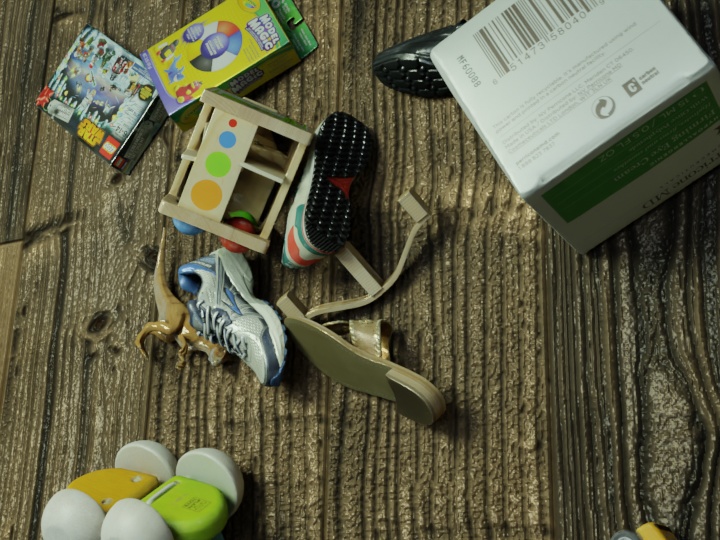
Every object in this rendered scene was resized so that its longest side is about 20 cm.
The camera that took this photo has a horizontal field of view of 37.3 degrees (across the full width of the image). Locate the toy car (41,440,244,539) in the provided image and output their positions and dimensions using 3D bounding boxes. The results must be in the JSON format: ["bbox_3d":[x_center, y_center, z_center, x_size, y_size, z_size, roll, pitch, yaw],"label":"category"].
[{"bbox_3d":[-0.223,0.279,1.135,0.200,0.175,0.150,1,108,30],"label":"toy car"}]

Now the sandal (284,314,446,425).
[{"bbox_3d":[0.018,0.086,1.111,0.211,0.078,0.070,27,55,37],"label":"sandal"}]

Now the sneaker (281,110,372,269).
[{"bbox_3d":[-0.048,-0.088,1.189,0.093,0.070,0.200,-35,35,47],"label":"sneaker"}]

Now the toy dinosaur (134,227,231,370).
[{"bbox_3d":[-0.223,0.057,1.268,0.106,0.060,0.200,-34,62,-12],"label":"toy dinosaur"}]

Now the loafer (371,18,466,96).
[{"bbox_3d":[0.107,-0.237,1.167,0.200,0.068,0.071,-2,53,32],"label":"loafer"}]

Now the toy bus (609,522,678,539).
[{"bbox_3d":[0.197,0.301,0.918,0.200,0.065,0.078,-41,58,12],"label":"toy bus"}]

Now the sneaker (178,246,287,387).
[{"bbox_3d":[-0.147,0.059,1.183,0.200,0.085,0.077,55,145,39],"label":"sneaker"}]

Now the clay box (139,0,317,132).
[{"bbox_3d":[-0.163,-0.272,1.323,0.200,0.048,0.115,-32,61,4],"label":"clay box"}]

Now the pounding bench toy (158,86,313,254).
[{"bbox_3d":[-0.140,-0.113,1.220,0.124,0.200,0.156,22,99,-7],"label":"pounding bench toy"}]

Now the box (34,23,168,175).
[{"bbox_3d":[-0.342,-0.233,1.439,0.200,0.040,0.137,36,93,34],"label":"box"}]

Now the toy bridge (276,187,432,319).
[{"bbox_3d":[0.000,0.000,1.145,0.200,0.027,0.067,-40,97,15],"label":"toy bridge"}]

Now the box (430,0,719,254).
[{"bbox_3d":[0.215,-0.164,1.008,0.199,0.171,0.200,-36,59,15],"label":"box"}]
